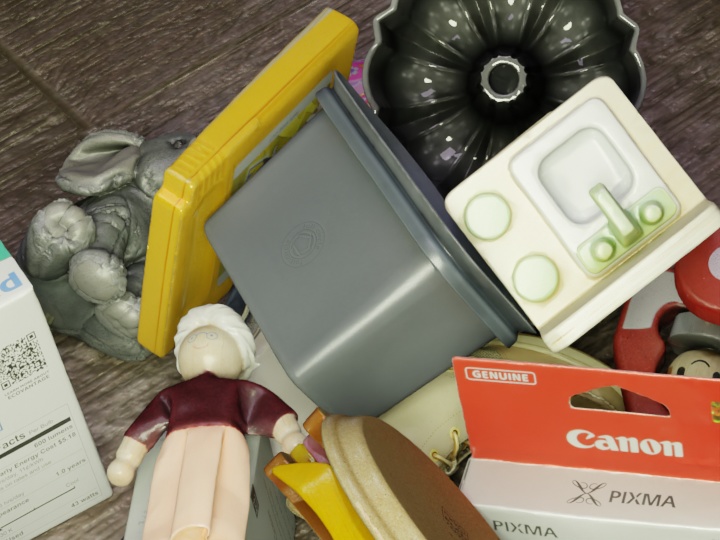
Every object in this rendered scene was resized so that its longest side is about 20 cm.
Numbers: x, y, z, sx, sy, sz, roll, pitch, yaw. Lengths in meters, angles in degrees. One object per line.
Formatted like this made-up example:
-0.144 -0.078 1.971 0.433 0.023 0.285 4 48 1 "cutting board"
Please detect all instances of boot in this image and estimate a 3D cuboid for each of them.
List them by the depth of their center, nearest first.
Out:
0.064 0.113 1.366 0.198 0.073 0.156 12 54 12 "boot"
-0.064 0.065 1.447 0.090 0.073 0.201 -26 29 42 "boot"

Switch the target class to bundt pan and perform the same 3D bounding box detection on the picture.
0.102 -0.134 1.528 0.200 0.204 0.076 -9 0 5 "bundt pan"

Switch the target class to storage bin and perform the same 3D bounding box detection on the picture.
0.000 0.000 1.349 0.134 0.146 0.200 -38 48 6 "storage bin"

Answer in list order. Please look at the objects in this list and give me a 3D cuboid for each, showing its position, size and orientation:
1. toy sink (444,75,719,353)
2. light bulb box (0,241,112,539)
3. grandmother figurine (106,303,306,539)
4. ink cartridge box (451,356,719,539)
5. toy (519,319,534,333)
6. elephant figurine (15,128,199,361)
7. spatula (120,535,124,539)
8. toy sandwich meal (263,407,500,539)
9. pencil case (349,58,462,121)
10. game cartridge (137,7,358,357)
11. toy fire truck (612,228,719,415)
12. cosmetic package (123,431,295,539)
0.132 -0.040 1.326 0.130 0.112 0.200 -38 2 6 "toy sink"
-0.290 0.091 1.386 0.197 0.201 0.125 -27 44 -15 "light bulb box"
-0.090 0.100 1.268 0.120 0.061 0.201 1 46 0 "grandmother figurine"
0.152 0.133 1.242 0.198 0.174 0.044 4 45 19 "ink cartridge box"
0.049 0.015 1.489 0.199 0.047 0.115 -24 41 -11 "toy"
-0.153 -0.043 1.547 0.154 0.142 0.201 24 59 16 "elephant figurine"
-0.111 0.136 1.422 0.056 0.021 0.200 17 51 30 "spatula"
0.024 0.158 1.175 0.070 0.205 0.206 -41 43 9 "toy sandwich meal"
0.038 -0.124 1.618 0.198 0.088 0.088 -9 42 7 "pencil case"
-0.076 -0.058 1.446 0.032 0.177 0.200 30 54 13 "game cartridge"
0.251 0.074 1.327 0.198 0.112 0.169 14 66 13 "toy fire truck"
-0.095 0.196 1.289 0.080 0.113 0.201 -6 44 9 "cosmetic package"
